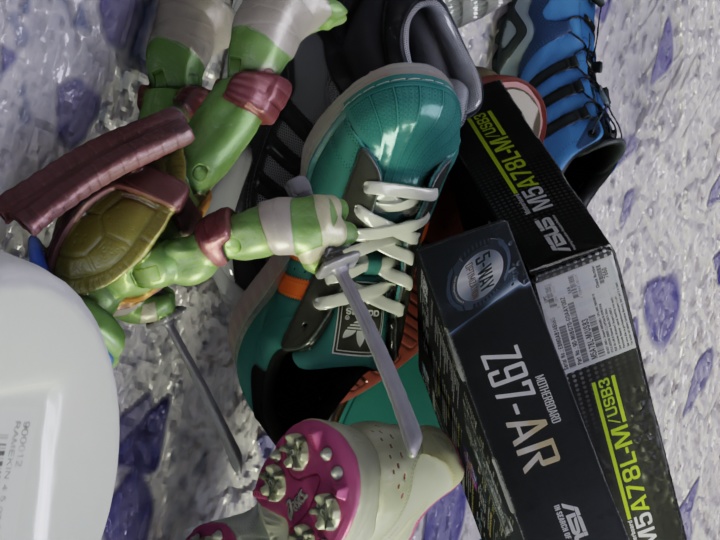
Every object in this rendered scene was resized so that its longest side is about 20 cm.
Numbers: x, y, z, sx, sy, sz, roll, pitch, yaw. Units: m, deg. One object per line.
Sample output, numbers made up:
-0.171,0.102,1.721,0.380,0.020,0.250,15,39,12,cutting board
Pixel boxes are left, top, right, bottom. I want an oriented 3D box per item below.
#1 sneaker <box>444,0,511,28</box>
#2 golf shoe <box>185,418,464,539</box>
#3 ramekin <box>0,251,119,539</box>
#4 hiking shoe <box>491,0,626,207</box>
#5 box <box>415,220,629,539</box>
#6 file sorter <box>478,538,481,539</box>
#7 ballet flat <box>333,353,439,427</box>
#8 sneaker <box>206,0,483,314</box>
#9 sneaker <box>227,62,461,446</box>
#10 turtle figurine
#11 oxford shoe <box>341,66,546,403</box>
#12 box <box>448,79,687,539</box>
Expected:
0.031,-0.190,1.282,0.200,0.069,0.100,78,-12,-71,sneaker
-0.021,0.132,1.211,0.091,0.200,0.076,-10,67,-35,golf shoe
-0.180,0.076,0.983,0.200,0.097,0.201,-29,125,-53,ramekin
0.118,-0.090,1.457,0.074,0.086,0.201,26,78,-60,hiking shoe
0.071,0.083,1.167,0.200,0.043,0.161,84,-13,-72,box
0.068,0.225,1.342,0.123,0.200,0.139,-32,86,-45,file sorter
0.009,0.119,1.379,0.072,0.068,0.201,82,29,-69,ballet flat
-0.007,-0.059,1.219,0.075,0.113,0.201,-13,111,-58,sneaker
0.000,0.000,1.168,0.071,0.080,0.200,6,131,-25,sneaker
-0.056,-0.021,1.126,0.144,0.199,0.195,123,-14,-71,turtle figurine
0.018,-0.019,1.330,0.070,0.075,0.200,41,84,-35,oxford shoe
0.096,0.035,1.233,0.047,0.193,0.201,-20,120,-6,box
